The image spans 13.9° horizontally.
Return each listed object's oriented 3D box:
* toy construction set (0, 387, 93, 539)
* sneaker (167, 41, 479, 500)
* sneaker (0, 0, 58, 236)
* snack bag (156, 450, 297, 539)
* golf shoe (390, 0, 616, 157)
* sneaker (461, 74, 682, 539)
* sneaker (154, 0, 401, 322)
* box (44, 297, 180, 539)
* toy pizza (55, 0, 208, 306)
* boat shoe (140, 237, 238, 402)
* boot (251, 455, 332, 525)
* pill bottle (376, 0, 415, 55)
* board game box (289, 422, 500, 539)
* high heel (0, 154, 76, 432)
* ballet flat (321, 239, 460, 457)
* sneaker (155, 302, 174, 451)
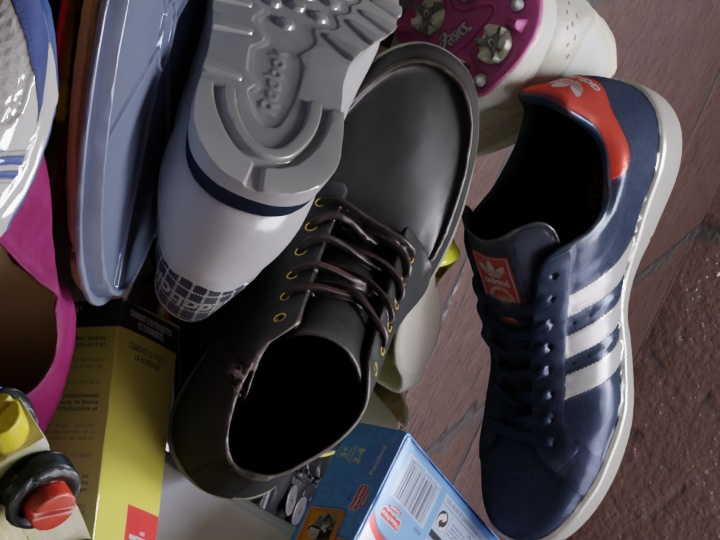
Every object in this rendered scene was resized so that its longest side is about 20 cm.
[{"bbox_3d":[-0.161,0.099,1.035,0.131,0.092,0.200,-31,161,-11],"label":"toy construction set"},{"bbox_3d":[0.000,0.000,1.137,0.201,0.075,0.106,-63,-169,-9],"label":"sneaker"},{"bbox_3d":[-0.155,-0.024,0.879,0.201,0.075,0.088,-58,167,-22],"label":"sneaker"},{"bbox_3d":[-0.117,0.158,1.199,0.201,0.188,0.021,-61,-164,-10],"label":"snack bag"},{"bbox_3d":[0.027,-0.063,1.288,0.091,0.076,0.200,10,149,-45],"label":"golf shoe"},{"bbox_3d":[0.071,0.015,1.231,0.084,0.075,0.201,8,92,-50],"label":"sneaker"},{"bbox_3d":[-0.039,-0.064,1.131,0.200,0.076,0.081,-67,-178,-53],"label":"sneaker"},{"bbox_3d":[-0.119,0.113,1.132,0.050,0.075,0.201,32,59,-58],"label":"box"},{"bbox_3d":[-0.084,-0.088,1.067,0.200,0.032,0.201,11,90,-85],"label":"toy pizza"},{"bbox_3d":[-0.059,-0.010,1.222,0.074,0.066,0.200,-16,-125,49],"label":"boat shoe"},{"bbox_3d":[-0.074,0.145,1.635,0.165,0.065,0.200,-60,172,-6],"label":"boot"},{"bbox_3d":[0.037,-0.157,1.309,0.111,0.110,0.200,-58,167,-21],"label":"pill bottle"},{"bbox_3d":[-0.001,0.187,1.229,0.151,0.036,0.201,50,59,-44],"label":"board game box"},{"bbox_3d":[-0.134,0.018,1.021,0.096,0.067,0.201,-94,-179,-46],"label":"high heel"},{"bbox_3d":[-0.002,0.037,1.275,0.067,0.067,0.200,-22,150,-33],"label":"ballet flat"},{"bbox_3d":[-0.068,0.017,1.388,0.201,0.075,0.092,-65,-172,0],"label":"sneaker"}]
